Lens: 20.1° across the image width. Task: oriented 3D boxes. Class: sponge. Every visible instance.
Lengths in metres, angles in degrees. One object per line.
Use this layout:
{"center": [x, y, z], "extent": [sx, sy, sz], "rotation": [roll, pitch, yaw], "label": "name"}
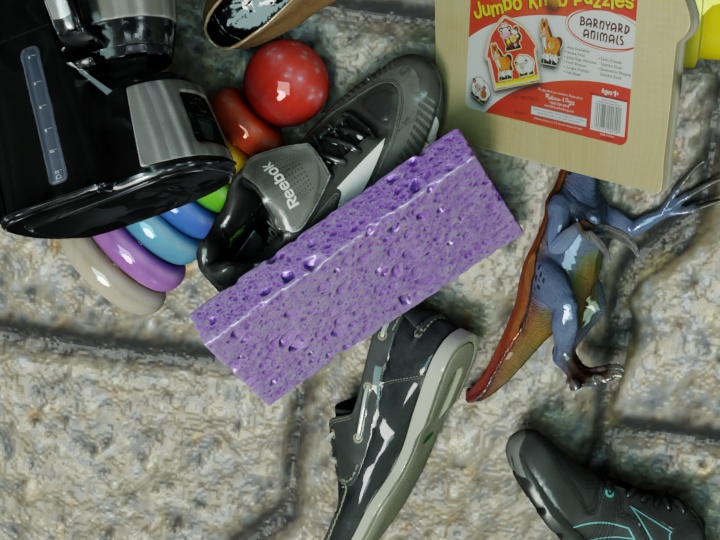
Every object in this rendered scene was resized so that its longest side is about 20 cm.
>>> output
{"center": [0.000, 0.000, 1.251], "extent": [0.200, 0.112, 0.030], "rotation": [-34, 60, 2], "label": "sponge"}

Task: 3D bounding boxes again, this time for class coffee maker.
{"center": [-0.181, -0.122, 1.217], "extent": [0.192, 0.134, 0.201], "rotation": [-20, 80, 40], "label": "coffee maker"}

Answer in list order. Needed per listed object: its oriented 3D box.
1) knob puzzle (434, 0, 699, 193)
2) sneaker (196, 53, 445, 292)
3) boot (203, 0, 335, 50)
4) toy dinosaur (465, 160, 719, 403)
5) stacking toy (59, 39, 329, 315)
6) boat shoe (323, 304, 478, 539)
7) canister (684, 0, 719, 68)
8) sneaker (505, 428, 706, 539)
{"center": [0.121, -0.162, 1.193], "extent": [0.219, 0.030, 0.221], "rotation": [15, 112, 42], "label": "knob puzzle"}
{"center": [-0.027, -0.054, 1.241], "extent": [0.200, 0.090, 0.066], "rotation": [-46, 69, 10], "label": "sneaker"}
{"center": [-0.013, -0.195, 1.220], "extent": [0.200, 0.075, 0.074], "rotation": [-36, 100, 17], "label": "boot"}
{"center": [0.124, -0.018, 1.262], "extent": [0.199, 0.105, 0.182], "rotation": [-13, 89, 23], "label": "toy dinosaur"}
{"center": [-0.097, -0.067, 1.282], "extent": [0.085, 0.085, 0.200], "rotation": [43, 102, -9], "label": "stacking toy"}
{"center": [0.011, 0.112, 1.336], "extent": [0.067, 0.072, 0.201], "rotation": [29, 113, 16], "label": "boat shoe"}
{"center": [0.272, -0.190, 1.178], "extent": [0.199, 0.087, 0.149], "rotation": [3, 110, 5], "label": "canister"}
{"center": [0.175, 0.166, 1.336], "extent": [0.079, 0.075, 0.200], "rotation": [-42, 106, 5], "label": "sneaker"}
